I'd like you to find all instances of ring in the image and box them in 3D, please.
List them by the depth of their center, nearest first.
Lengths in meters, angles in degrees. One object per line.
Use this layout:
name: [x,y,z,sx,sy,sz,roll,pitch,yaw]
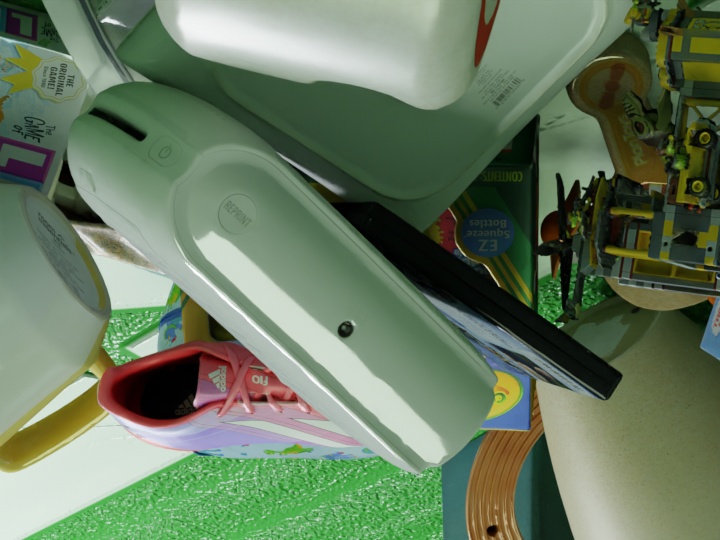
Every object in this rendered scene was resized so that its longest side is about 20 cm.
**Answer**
ring: [0.161,0.144,1.480,0.199,0.202,0.019,18,-168,-25]

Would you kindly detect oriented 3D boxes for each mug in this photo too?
mug: [-0.213,0.030,1.172,0.153,0.150,0.187,-33,174,9]

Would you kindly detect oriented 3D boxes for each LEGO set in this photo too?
LEGO set: [0.148,-0.054,1.061,0.115,0.155,0.200,7,-175,27]

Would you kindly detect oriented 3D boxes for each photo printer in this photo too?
photo printer: [-0.045,-0.006,0.989,0.200,0.070,0.166,44,174,-25]

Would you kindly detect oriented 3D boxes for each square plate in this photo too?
square plate: [0.023,-0.116,1.011,0.198,0.029,0.200,31,115,-32]

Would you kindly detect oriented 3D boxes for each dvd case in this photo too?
dvd case: [0.043,0.011,1.074,0.142,0.018,0.200,35,176,-9]

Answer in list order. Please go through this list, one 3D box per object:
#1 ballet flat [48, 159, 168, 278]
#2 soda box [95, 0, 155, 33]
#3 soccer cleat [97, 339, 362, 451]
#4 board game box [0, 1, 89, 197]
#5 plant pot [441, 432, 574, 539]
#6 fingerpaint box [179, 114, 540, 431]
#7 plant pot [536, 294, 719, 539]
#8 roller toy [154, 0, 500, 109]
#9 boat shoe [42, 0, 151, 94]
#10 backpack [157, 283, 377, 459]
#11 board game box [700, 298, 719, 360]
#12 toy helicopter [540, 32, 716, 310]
ballet flat: [-0.168,-0.047,1.269,0.199,0.068,0.067,10,134,-20]
soda box: [-0.027,-0.128,1.062,0.199,0.069,0.063,21,145,-28]
soccer cleat: [-0.044,0.061,1.159,0.199,0.067,0.076,-8,166,24]
board game box: [-0.235,-0.062,1.182,0.134,0.034,0.201,13,128,-18]
plant pot: [0.145,0.228,1.590,0.140,0.201,0.141,17,151,-23]
fingerpaint box: [0.000,0.000,1.218,0.198,0.073,0.168,2,118,7]
plant pot: [0.197,0.120,1.385,0.187,0.188,0.201,-18,114,38]
roller toy: [0.007,-0.163,0.850,0.139,0.201,0.183,14,154,5]
boat shoe: [-0.091,-0.097,1.106,0.070,0.071,0.200,-31,113,9]
backpack: [-0.030,0.052,1.363,0.199,0.155,0.163,16,163,6]
board game box: [0.298,-0.003,1.177,0.199,0.152,0.037,15,-172,-19]
toy helicopter: [0.147,-0.050,1.184,0.131,0.079,0.200,-16,133,15]
